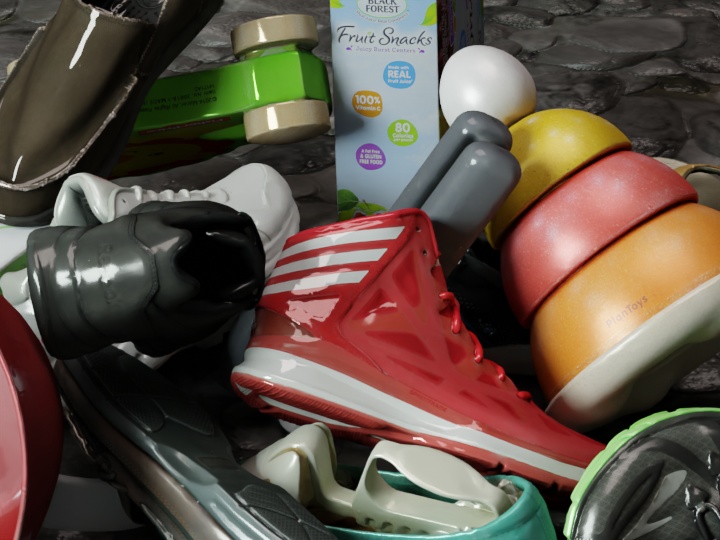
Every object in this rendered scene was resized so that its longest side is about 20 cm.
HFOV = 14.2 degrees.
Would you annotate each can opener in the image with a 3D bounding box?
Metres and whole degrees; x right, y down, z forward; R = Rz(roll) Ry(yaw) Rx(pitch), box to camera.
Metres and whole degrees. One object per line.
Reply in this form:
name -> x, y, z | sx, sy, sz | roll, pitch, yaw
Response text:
can opener -> 0.000, 0.000, 1.438 | 0.067, 0.200, 0.053 | 23, 31, -24

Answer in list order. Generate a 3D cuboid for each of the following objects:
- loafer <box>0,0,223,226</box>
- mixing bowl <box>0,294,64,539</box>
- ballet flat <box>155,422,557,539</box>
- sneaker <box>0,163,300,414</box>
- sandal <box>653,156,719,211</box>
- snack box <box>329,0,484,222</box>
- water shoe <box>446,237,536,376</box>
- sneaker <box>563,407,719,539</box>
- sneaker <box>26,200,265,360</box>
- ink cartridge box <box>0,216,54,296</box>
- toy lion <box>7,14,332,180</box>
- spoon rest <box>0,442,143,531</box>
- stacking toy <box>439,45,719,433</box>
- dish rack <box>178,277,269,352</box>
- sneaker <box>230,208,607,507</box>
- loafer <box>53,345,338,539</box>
loafer -> -0.142, -0.113, 1.489 | 0.073, 0.071, 0.201 | 23, 66, 19
mixing bowl -> -0.209, 0.071, 1.304 | 0.199, 0.201, 0.108 | 9, 11, 22
ballet flat -> -0.002, 0.105, 1.339 | 0.199, 0.071, 0.067 | 7, 28, 20
sneaker -> -0.105, -0.016, 1.459 | 0.078, 0.100, 0.200 | -18, 17, 41
sandal -> 0.198, -0.029, 1.648 | 0.080, 0.054, 0.200 | -6, 25, -11
snack box -> 0.030, -0.107, 1.652 | 0.067, 0.201, 0.169 | 4, 24, 10
water shoe -> 0.039, 0.013, 1.532 | 0.199, 0.079, 0.072 | -4, 24, -6
sneaker -> 0.186, 0.105, 1.325 | 0.199, 0.077, 0.084 | -11, 22, -18
sneaker -> -0.078, 0.002, 1.345 | 0.090, 0.076, 0.200 | -11, 4, 20
ink cartridge box -> -0.197, -0.007, 1.509 | 0.103, 0.060, 0.200 | 9, 27, 23
toy lion -> -0.113, -0.082, 1.625 | 0.199, 0.069, 0.192 | -9, -6, 2
spoon rest -> -0.190, 0.082, 1.385 | 0.199, 0.100, 0.061 | 14, 25, 7
stacking toy -> 0.109, -0.033, 1.452 | 0.146, 0.146, 0.201 | -23, 75, -40
dish rack -> -0.164, 0.016, 1.580 | 0.171, 0.044, 0.199 | -23, 32, -38
sneaker -> 0.047, 0.035, 1.368 | 0.199, 0.116, 0.078 | 20, -14, -16
loafer -> -0.087, 0.102, 1.315 | 0.072, 0.063, 0.200 | 14, 19, -48
